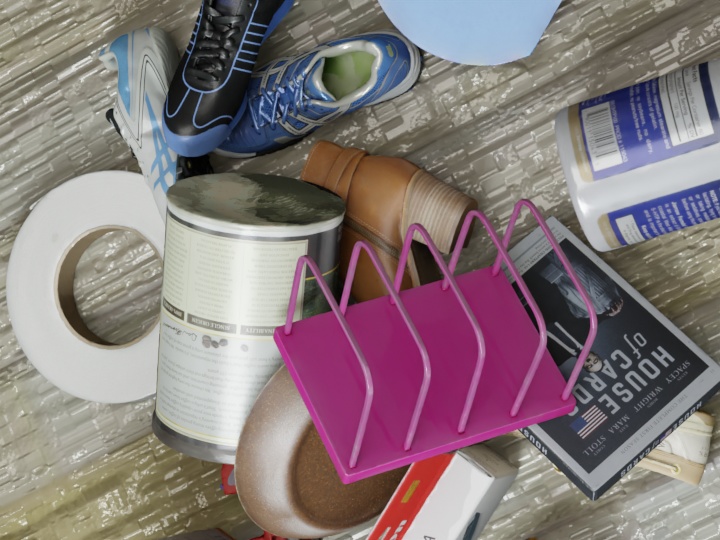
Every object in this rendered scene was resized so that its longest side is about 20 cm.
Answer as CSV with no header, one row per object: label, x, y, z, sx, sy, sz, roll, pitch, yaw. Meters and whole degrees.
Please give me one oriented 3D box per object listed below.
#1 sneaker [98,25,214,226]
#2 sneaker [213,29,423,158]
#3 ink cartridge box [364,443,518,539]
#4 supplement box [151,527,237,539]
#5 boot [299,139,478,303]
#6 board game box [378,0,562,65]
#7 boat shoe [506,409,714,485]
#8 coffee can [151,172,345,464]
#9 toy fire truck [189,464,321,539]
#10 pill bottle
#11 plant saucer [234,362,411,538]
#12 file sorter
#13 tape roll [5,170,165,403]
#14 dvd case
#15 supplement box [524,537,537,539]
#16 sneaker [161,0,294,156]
sneaker,-0.174,-0.111,1.779,0.072,0.072,0.201,-22,66,15
sneaker,-0.049,-0.153,1.752,0.199,0.077,0.076,-25,84,16
ink cartridge box,0.038,0.234,1.668,0.045,0.176,0.201,34,98,16
supplement box,-0.150,0.280,1.658,0.073,0.200,0.127,31,98,17
boot,0.000,0.000,1.746,0.154,0.074,0.201,23,96,22
board game box,0.106,-0.269,1.732,0.157,0.039,0.201,31,101,9
boat shoe,0.182,0.138,1.683,0.198,0.074,0.070,4,84,15
coffee can,-0.091,0.037,1.697,0.145,0.146,0.202,11,109,16
toy fire truck,-0.104,0.249,1.775,0.140,0.049,0.202,-12,85,17
pill bottle,0.263,-0.098,1.641,0.199,0.120,0.121,-16,85,15
plant saucer,-0.007,0.137,1.677,0.037,0.200,0.201,37,100,45
file sorter,0.058,0.044,1.571,0.199,0.126,0.140,-15,58,-21
tape roll,-0.211,0.014,1.816,0.201,0.037,0.205,0,89,16
dvd case,0.168,0.066,1.661,0.150,0.025,0.200,-39,64,-17
supplement box,0.177,0.320,1.675,0.200,0.086,0.111,38,98,13
sneaker,-0.114,-0.193,1.730,0.070,0.078,0.201,16,65,16
